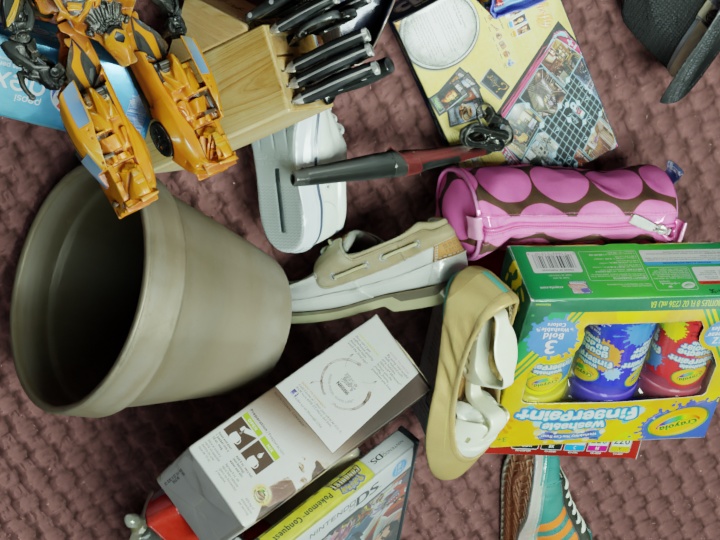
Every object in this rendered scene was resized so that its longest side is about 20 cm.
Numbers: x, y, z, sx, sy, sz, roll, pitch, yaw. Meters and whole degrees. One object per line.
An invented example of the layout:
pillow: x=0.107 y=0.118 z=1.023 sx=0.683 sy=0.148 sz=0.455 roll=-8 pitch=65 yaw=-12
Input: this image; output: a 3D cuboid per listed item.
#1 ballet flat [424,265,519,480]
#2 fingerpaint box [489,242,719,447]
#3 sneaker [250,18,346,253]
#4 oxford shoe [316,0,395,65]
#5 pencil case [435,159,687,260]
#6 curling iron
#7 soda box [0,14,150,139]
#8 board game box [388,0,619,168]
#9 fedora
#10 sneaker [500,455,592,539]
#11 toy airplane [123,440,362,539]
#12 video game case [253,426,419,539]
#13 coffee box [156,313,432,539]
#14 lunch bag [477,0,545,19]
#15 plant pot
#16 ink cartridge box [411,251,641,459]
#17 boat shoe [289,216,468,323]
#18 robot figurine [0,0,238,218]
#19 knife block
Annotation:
ballet flat: x=0.091 y=0.094 z=1.364 sx=0.069 sy=0.063 sz=0.201 roll=-24 pitch=128 yaw=-37
fingerpaint box: x=0.208 y=0.063 z=1.420 sx=0.199 sy=0.073 sz=0.167 roll=-1 pitch=131 yaw=-15
sneaker: x=-0.050 y=-0.117 z=1.384 sx=0.071 sy=0.073 sz=0.201 roll=-22 pitch=116 yaw=-51
oxford shoe: x=0.015 y=-0.254 z=1.321 sx=0.071 sy=0.073 sz=0.201 roll=4 pitch=115 yaw=-17
pencil case: x=0.166 y=-0.048 z=1.418 sx=0.199 sy=0.094 sz=0.091 roll=-3 pitch=123 yaw=-17
curling iron: x=0.034 y=-0.096 z=1.375 sx=0.199 sy=0.026 sz=0.050 roll=-14 pitch=130 yaw=-21
soda box: x=-0.256 y=-0.154 z=1.300 sx=0.199 sy=0.068 sz=0.064 roll=14 pitch=110 yaw=-21
board game box: x=0.120 y=-0.158 z=1.422 sx=0.135 sy=0.035 sz=0.200 roll=-27 pitch=120 yaw=-1
fedora: x=0.273 y=-0.236 z=1.380 sx=0.091 sy=0.201 sz=0.201 roll=36 pitch=105 yaw=9
sneaker: x=0.180 y=0.231 z=1.622 sx=0.080 sy=0.071 sz=0.201 roll=-9 pitch=128 yaw=-13
toy airplane: x=-0.109 y=0.213 z=1.507 sx=0.199 sy=0.142 sz=0.199 roll=-13 pitch=155 yaw=-22
video game case: x=-0.027 y=0.250 z=1.491 sx=0.181 sy=0.025 sz=0.200 roll=-35 pitch=148 yaw=-34
coffee box: x=-0.054 y=0.132 z=1.383 sx=0.200 sy=0.113 sz=0.080 roll=-35 pitch=86 yaw=-27
lunch bag: x=0.168 y=-0.275 z=1.308 sx=0.199 sy=0.151 sz=0.094 roll=-13 pitch=119 yaw=-9
plant pot: x=-0.157 y=0.028 z=1.369 sx=0.173 sy=0.200 sz=0.200 roll=15 pitch=113 yaw=-39
ink cartridge box: x=0.163 y=0.071 z=1.524 sx=0.199 sy=0.084 sz=0.176 roll=3 pitch=115 yaw=-16
boat shoe: x=0.000 y=0.000 z=1.420 sx=0.199 sy=0.075 sz=0.069 roll=-10 pitch=98 yaw=29
robot figurine: x=-0.175 y=-0.149 z=1.253 sx=0.145 sy=0.058 sz=0.201 roll=-28 pitch=93 yaw=-28
knife block: x=-0.066 y=-0.134 z=1.305 sx=0.064 sy=0.175 sz=0.201 roll=-12 pitch=129 yaw=-56
